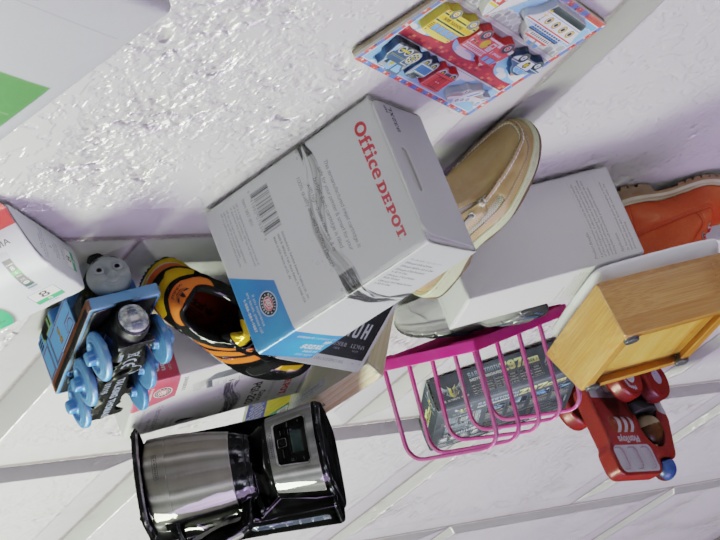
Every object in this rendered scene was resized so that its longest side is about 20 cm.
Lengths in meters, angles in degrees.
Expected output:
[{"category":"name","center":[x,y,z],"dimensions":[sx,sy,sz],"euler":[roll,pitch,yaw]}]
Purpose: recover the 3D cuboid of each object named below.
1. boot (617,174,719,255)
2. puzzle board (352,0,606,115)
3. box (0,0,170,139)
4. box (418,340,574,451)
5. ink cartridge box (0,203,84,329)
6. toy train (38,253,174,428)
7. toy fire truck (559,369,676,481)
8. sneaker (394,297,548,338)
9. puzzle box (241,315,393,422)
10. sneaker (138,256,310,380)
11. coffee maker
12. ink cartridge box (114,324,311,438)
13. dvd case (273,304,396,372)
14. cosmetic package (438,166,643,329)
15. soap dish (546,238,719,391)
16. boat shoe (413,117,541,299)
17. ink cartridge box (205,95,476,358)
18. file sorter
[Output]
[{"category":"boot","center":[0.350,-0.041,1.942],"dimensions":[0.200,0.107,0.075],"euler":[-12,155,-28]},{"category":"puzzle board","center":[0.103,-0.189,1.480],"dimensions":[0.151,0.017,0.200],"euler":[-31,157,23]},{"category":"box","center":[-0.241,-0.189,0.908],"dimensions":[0.171,0.200,0.199],"euler":[-34,154,23]},{"category":"box","center":[0.179,0.162,2.331],"dimensions":[0.200,0.051,0.158],"euler":[-18,158,-9]},{"category":"ink cartridge box","center":[-0.341,0.004,1.478],"dimensions":[0.161,0.050,0.200],"euler":[-25,160,8]},{"category":"toy train","center":[-0.234,0.063,1.624],"dimensions":[0.087,0.114,0.200],"euler":[-17,159,-26]},{"category":"toy fire truck","center":[0.371,0.217,2.480],"dimensions":[0.112,0.168,0.200],"euler":[-35,155,30]},{"category":"sneaker","center":[0.116,0.026,1.925],"dimensions":[0.200,0.087,0.074],"euler":[-15,174,40]},{"category":"puzzle box","center":[-0.048,0.111,1.910],"dimensions":[0.200,0.133,0.025],"euler":[-34,116,29]},{"category":"sneaker","center":[-0.112,0.059,1.664],"dimensions":[0.200,0.090,0.070],"euler":[32,88,-33]},{"category":"coffee maker","center":[-0.120,0.210,1.828],"dimensions":[0.200,0.135,0.192],"euler":[-10,176,0]},{"category":"ink cartridge box","center":[-0.150,0.085,1.798],"dimensions":[0.200,0.085,0.146],"euler":[-15,158,-21]},{"category":"dvd case","center":[0.000,0.000,1.683],"dimensions":[0.150,0.025,0.200],"euler":[15,106,-57]},{"category":"cosmetic package","center":[0.170,-0.024,1.809],"dimensions":[0.200,0.108,0.085],"euler":[-14,159,-17]},{"category":"soap dish","center":[0.294,0.050,1.848],"dimensions":[0.157,0.081,0.200],"euler":[-14,160,-15]},{"category":"boat shoe","center":[0.090,-0.059,1.652],"dimensions":[0.076,0.072,0.200],"euler":[17,113,-41]},{"category":"ink cartridge box","center":[-0.019,-0.034,1.555],"dimensions":[0.200,0.145,0.084],"euler":[-33,156,27]},{"category":"file sorter","center":[0.140,0.128,2.007],"dimensions":[0.139,0.126,0.200],"euler":[-14,-178,38]}]
